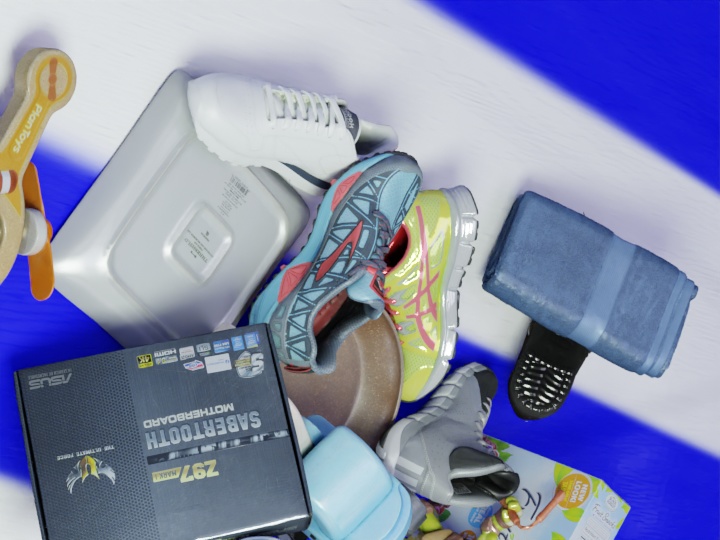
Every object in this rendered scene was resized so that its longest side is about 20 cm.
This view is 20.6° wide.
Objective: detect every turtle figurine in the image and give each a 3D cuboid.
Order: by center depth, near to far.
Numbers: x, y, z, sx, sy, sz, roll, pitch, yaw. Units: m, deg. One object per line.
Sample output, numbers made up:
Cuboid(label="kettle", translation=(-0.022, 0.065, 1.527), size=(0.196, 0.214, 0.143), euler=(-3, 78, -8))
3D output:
Cuboid(label="turtle figurine", translation=(0.077, 0.244, 1.771), size=(0.200, 0.161, 0.064), euler=(-48, 153, -15))

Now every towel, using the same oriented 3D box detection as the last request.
Cuboid(label="towel", translation=(0.212, 0.014, 1.848), size=(0.200, 0.049, 0.112), euler=(28, 74, -15))

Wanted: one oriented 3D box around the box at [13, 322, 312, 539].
Cuboid(label="box", translation=(-0.148, 0.135, 1.487), size=(0.200, 0.051, 0.158), euler=(-10, 71, -9))

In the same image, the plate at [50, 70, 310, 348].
Cuboid(label="plate", translation=(-0.135, -0.024, 1.581), size=(0.200, 0.032, 0.200), euler=(-57, 132, -16))

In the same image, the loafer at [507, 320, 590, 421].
Cuboid(label="loafer", translation=(0.189, 0.061, 1.900), size=(0.073, 0.071, 0.200), euler=(34, 63, 2))

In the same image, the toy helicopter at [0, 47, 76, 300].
Cuboid(label="toy helicopter", translation=(-0.253, -0.066, 1.428), size=(0.132, 0.079, 0.200), euler=(38, 72, -44))

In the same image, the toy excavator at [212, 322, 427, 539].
Cuboid(label="toy excavator", translation=(-0.044, 0.145, 1.608), size=(0.100, 0.194, 0.200), euler=(-43, 155, -19))

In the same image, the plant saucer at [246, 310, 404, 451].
Cuboid(label="plant saucer", translation=(-0.051, 0.104, 1.687), size=(0.200, 0.037, 0.201), euler=(-15, 114, -35))

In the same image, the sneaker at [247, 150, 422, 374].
Cuboid(label="sneaker", translation=(0.000, 0.000, 1.596), size=(0.079, 0.095, 0.200), euler=(32, 92, -46))

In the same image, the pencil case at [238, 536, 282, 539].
Cuboid(label="pencil case", translation=(-0.064, 0.253, 1.524), size=(0.091, 0.200, 0.083), euler=(-16, 76, -1))

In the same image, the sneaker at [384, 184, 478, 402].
Cuboid(label="sneaker", translation=(0.039, 0.018, 1.741), size=(0.090, 0.078, 0.200), euler=(4, 105, -21))

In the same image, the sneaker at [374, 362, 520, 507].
Cuboid(label="sneaker", translation=(0.101, 0.159, 1.774), size=(0.200, 0.115, 0.075), euler=(-36, 146, -50))

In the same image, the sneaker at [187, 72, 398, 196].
Cuboid(label="sneaker", translation=(-0.056, -0.120, 1.579), size=(0.200, 0.080, 0.077), euler=(16, 64, -50))

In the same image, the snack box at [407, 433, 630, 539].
Cuboid(label="snack box", translation=(0.126, 0.264, 1.820), size=(0.068, 0.168, 0.200), euler=(42, 74, -44))
